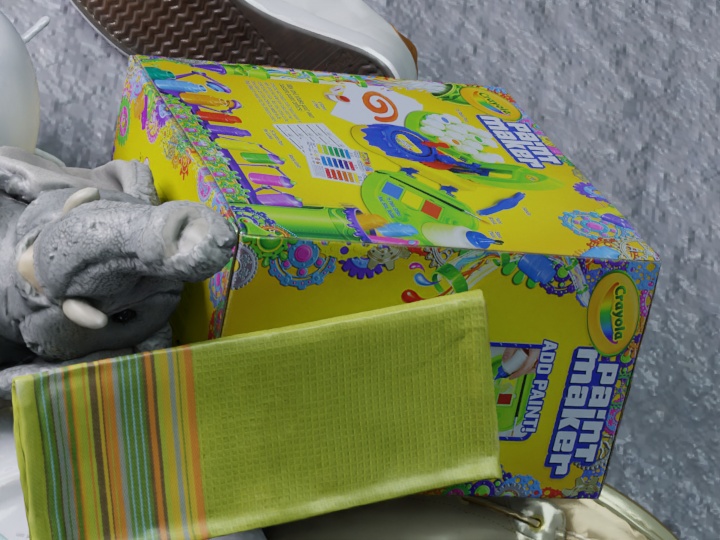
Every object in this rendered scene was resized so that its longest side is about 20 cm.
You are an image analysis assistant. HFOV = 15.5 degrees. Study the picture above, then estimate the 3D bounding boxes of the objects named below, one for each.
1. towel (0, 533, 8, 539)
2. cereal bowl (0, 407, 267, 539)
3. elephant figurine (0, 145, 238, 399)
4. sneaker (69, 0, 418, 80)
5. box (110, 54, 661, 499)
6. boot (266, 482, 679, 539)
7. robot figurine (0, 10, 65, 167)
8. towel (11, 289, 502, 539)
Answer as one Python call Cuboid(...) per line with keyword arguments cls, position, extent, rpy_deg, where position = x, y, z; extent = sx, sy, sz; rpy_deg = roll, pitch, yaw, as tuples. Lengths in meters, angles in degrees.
Cuboid(cls="towel", position=(-0.232, 0.141, 1.051), extent=(0.200, 0.048, 0.171), rpy_deg=(39, 98, 10))
Cuboid(cls="cereal bowl", position=(-0.130, 0.142, 1.111), extent=(0.200, 0.083, 0.200), rpy_deg=(1, 64, -2))
Cuboid(cls="elephant figurine", position=(-0.130, 0.005, 1.101), extent=(0.200, 0.142, 0.155), rpy_deg=(-1, 33, 10))
Cuboid(cls="sneaker", position=(-0.063, -0.131, 1.332), extent=(0.200, 0.073, 0.085), rpy_deg=(30, 26, 2))
Cuboid(cls="box", position=(0.000, 0.000, 1.186), extent=(0.192, 0.122, 0.200), rpy_deg=(3, 24, -20))
Cuboid(cls="boot", position=(0.043, 0.153, 1.208), extent=(0.200, 0.073, 0.156), rpy_deg=(25, 57, -4))
Cuboid(cls="robot figurine", position=(-0.231, -0.071, 1.192), extent=(0.200, 0.113, 0.170), rpy_deg=(-8, 107, -25))
Cuboid(cls="towel", position=(-0.040, 0.066, 1.072), extent=(0.200, 0.018, 0.086), rpy_deg=(-11, 110, -14))
